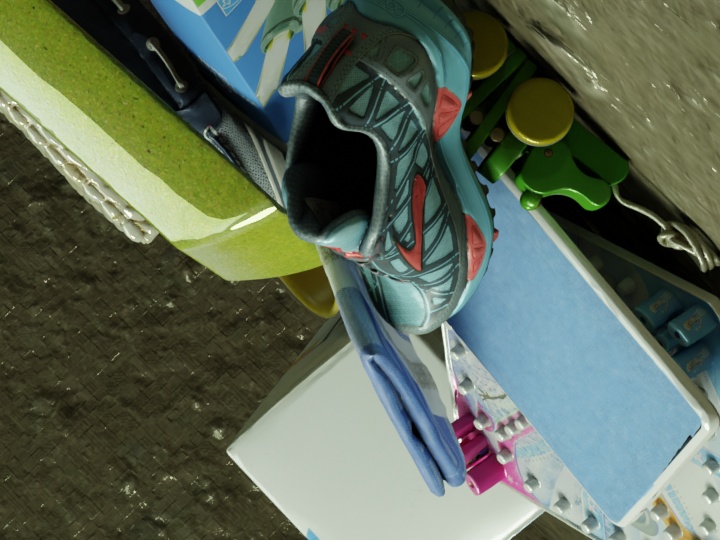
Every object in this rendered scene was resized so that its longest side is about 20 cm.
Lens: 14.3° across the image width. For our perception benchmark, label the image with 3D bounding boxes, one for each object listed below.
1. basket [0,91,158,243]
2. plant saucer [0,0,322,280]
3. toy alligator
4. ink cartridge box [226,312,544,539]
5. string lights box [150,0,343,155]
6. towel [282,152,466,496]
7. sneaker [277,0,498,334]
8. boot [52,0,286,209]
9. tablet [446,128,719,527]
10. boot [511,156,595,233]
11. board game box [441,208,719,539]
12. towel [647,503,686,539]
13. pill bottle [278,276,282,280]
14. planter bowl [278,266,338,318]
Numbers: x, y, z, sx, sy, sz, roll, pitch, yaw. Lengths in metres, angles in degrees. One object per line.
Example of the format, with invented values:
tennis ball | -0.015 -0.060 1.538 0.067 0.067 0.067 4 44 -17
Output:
basket | -0.180 -0.148 2.049 0.198 0.161 0.200 46 177 -20
plant saucer | -0.111 -0.065 1.400 0.200 0.048 0.200 42 179 10
toy alligator | 0.074 -0.056 1.295 0.200 0.054 0.059 45 176 -1
ink cartridge box | 0.044 0.079 1.702 0.147 0.145 0.200 47 -154 -4
string lights box | -0.037 -0.134 1.287 0.059 0.103 0.200 39 173 23
towel | 0.000 0.000 1.420 0.147 0.024 0.200 61 -173 -52
sneaker | -0.001 -0.037 1.260 0.079 0.096 0.200 26 145 31
boot | -0.102 -0.082 1.537 0.200 0.090 0.073 60 167 15
tablet | 0.084 0.021 1.362 0.200 0.014 0.130 51 151 13
boot | 0.113 0.000 1.439 0.200 0.066 0.165 50 173 -1
board game box | 0.102 0.062 1.414 0.200 0.026 0.200 29 141 40
towel | 0.151 0.113 1.530 0.133 0.034 0.200 45 179 16
pill bottle | -0.062 -0.084 1.885 0.200 0.109 0.109 49 174 -34
planter bowl | -0.028 -0.080 1.639 0.200 0.083 0.200 56 164 25
